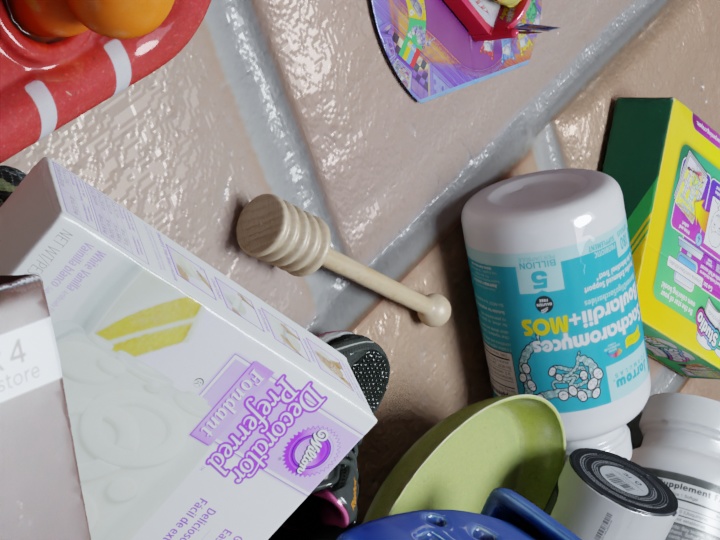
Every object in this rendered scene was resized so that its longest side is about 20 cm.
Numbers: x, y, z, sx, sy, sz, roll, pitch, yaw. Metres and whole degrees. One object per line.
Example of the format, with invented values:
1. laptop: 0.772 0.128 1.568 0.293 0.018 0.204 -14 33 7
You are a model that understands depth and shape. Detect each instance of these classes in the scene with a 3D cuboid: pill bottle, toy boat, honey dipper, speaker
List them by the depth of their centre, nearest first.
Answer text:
1. toy boat: -0.134 -0.130 0.721 0.200 0.130 0.131 -40 122 -42
2. honey dipper: 0.000 0.000 0.970 0.200 0.038 0.038 24 74 -51
3. speaker: 0.137 0.225 1.057 0.081 0.081 0.201 -2 120 -50
4. pill bottle: 0.138 0.039 1.082 0.111 0.110 0.201 -32 116 -45
5. pill bottle: 0.243 0.205 1.218 0.116 0.115 0.201 37 64 -45

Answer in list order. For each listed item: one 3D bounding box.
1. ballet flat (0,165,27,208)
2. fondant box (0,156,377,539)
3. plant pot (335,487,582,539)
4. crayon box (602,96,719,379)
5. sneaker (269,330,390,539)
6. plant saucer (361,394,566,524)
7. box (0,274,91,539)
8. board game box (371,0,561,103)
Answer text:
1. ballet flat: -0.138 0.026 0.785 0.074 0.074 0.201 -57 136 -31
2. fondant box: -0.111 0.062 0.737 0.200 0.058 0.144 35 103 -35
3. plant pot: 0.082 0.254 0.911 0.179 0.200 0.201 -15 131 -49
4. crayon box: 0.256 -0.020 1.264 0.200 0.058 0.174 28 73 -48
5. sneaker: -0.029 0.120 0.902 0.200 0.086 0.081 -55 133 -33
6. plant saucer: 0.058 0.163 1.013 0.199 0.031 0.201 -31 136 -35
7. box: -0.223 0.096 0.574 0.165 0.199 0.166 -21 108 -47
8. board game box: 0.081 -0.203 1.049 0.200 0.039 0.159 -25 112 -48
